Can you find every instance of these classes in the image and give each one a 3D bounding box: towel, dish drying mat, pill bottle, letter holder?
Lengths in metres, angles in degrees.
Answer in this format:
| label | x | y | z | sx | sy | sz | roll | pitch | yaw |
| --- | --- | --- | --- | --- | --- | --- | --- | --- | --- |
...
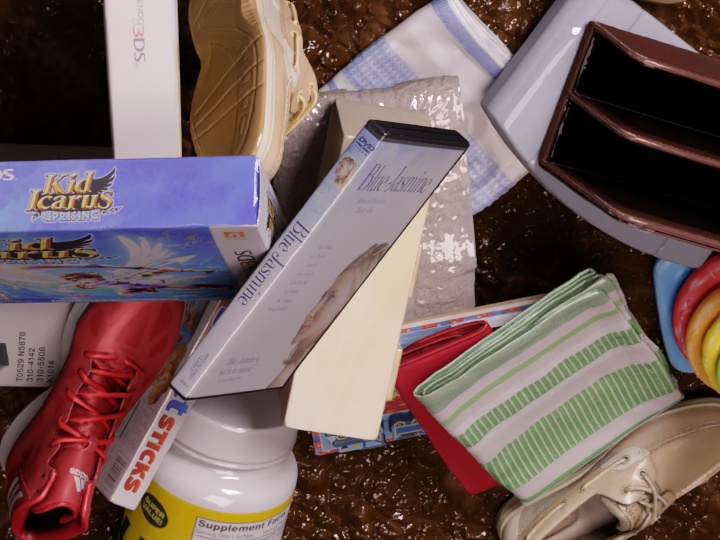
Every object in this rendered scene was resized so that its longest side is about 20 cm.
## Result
| label | x | y | z | sx | sy | sz | roll | pitch | yaw |
| --- | --- | --- | --- | --- | --- | --- | --- | --- | --- |
| towel | 0.008 | -0.031 | 1.673 | 0.132 | 0.035 | 0.200 | -8 | 121 | -3 |
| towel | 0.030 | -0.079 | 1.681 | 0.200 | 0.024 | 0.147 | -37 | 118 | 14 |
| dish drying mat | 0.078 | 0.095 | 1.748 | 0.077 | 0.018 | 0.200 | -22 | 145 | 7 |
| towel | 0.135 | 0.083 | 1.732 | 0.152 | 0.023 | 0.200 | -35 | 146 | 5 |
| pill bottle | -0.107 | 0.165 | 1.753 | 0.114 | 0.114 | 0.200 | 9 | 119 | -13 |
| letter holder | 0.238 | -0.068 | 1.598 | 0.200 | 0.142 | 0.101 | 14 | 105 | -22 |

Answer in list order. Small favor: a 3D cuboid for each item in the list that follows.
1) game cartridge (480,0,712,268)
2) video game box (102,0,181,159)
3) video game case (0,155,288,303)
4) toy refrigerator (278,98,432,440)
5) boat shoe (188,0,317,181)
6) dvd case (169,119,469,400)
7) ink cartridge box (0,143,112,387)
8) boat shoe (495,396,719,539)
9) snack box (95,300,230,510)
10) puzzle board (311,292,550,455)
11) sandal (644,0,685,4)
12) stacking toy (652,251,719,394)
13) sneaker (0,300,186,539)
| label | x | y | z | sx | sy | sz | roll | pitch | yaw |
| --- | --- | --- | --- | --- | --- | --- | --- | --- | --- |
| game cartridge | 0.182 | -0.091 | 1.670 | 0.200 | 0.042 | 0.133 | 34 | 92 | -26 |
| video game box | -0.131 | -0.176 | 1.507 | 0.047 | 0.182 | 0.200 | -4 | 120 | -6 |
| video game case | -0.146 | -0.020 | 1.493 | 0.199 | 0.046 | 0.181 | -1 | 165 | 5 |
| toy refrigerator | 0.000 | 0.000 | 1.618 | 0.070 | 0.076 | 0.200 | 9 | 110 | -9 |
| boat shoe | -0.059 | -0.116 | 1.546 | 0.069 | 0.200 | 0.074 | 31 | 124 | -30 |
| dvd case | -0.022 | -0.005 | 1.505 | 0.018 | 0.143 | 0.200 | 42 | 105 | 17 |
| ink cartridge box | -0.247 | -0.003 | 1.649 | 0.199 | 0.084 | 0.146 | 1 | 121 | -10 |
| boat shoe | 0.192 | 0.161 | 1.822 | 0.200 | 0.065 | 0.072 | -29 | 120 | 9 |
| snack box | -0.123 | 0.056 | 1.675 | 0.024 | 0.072 | 0.200 | 27 | 95 | -32 |
| puzzle board | 0.060 | 0.074 | 1.741 | 0.199 | 0.017 | 0.151 | -12 | 149 | -2 |
| sandal | 0.137 | -0.217 | 1.579 | 0.200 | 0.054 | 0.081 | 13 | 83 | -19 |
| stacking toy | 0.275 | 0.064 | 1.697 | 0.116 | 0.200 | 0.110 | -15 | 121 | 0 |
| sneaker | -0.164 | 0.095 | 1.606 | 0.078 | 0.116 | 0.200 | 18 | 120 | -21 |
